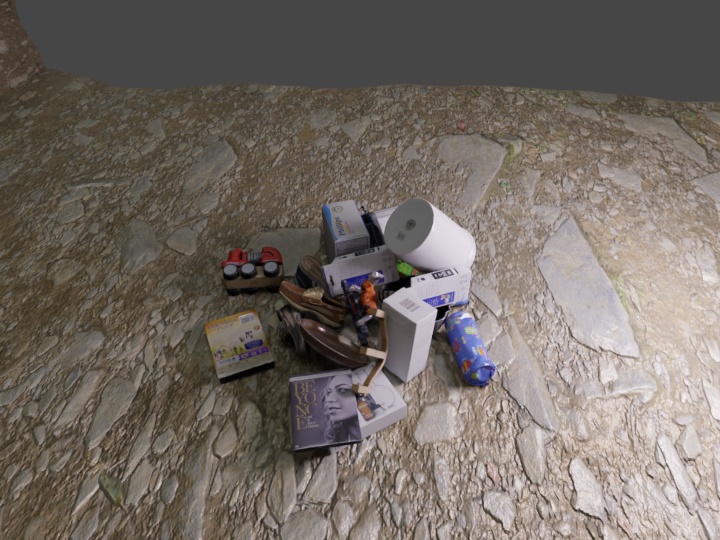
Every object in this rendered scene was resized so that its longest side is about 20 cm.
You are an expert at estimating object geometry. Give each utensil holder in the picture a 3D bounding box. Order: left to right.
[{"bbox_3d":[0.183,-0.077,1.436,0.169,0.200,0.171,-21,55,33],"label":"utensil holder"}]

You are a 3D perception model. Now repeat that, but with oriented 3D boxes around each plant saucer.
[{"bbox_3d":[-0.069,0.185,1.347,0.200,0.200,0.032,32,94,32],"label":"plant saucer"}]

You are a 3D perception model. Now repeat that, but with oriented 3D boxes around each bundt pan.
[{"bbox_3d":[0.146,0.105,1.481,0.201,0.076,0.202,0,41,0],"label":"bundt pan"}]

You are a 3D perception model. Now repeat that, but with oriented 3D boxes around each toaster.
[{"bbox_3d":[0.079,-0.111,1.621,0.129,0.201,0.113,-19,3,-28],"label":"toaster"}]

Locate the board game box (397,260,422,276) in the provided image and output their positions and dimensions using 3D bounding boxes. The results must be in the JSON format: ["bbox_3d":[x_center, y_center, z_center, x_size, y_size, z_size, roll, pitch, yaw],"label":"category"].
[{"bbox_3d":[0.132,-0.022,1.667,0.199,0.030,0.095,27,48,32],"label":"board game box"}]

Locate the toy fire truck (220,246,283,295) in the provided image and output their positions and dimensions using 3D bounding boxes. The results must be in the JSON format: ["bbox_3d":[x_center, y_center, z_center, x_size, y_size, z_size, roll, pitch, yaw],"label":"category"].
[{"bbox_3d":[-0.319,-0.026,1.624,0.175,0.129,0.201,-4,51,-5],"label":"toy fire truck"}]

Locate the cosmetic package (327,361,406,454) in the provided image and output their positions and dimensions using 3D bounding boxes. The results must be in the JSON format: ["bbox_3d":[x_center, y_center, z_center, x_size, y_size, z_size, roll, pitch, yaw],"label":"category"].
[{"bbox_3d":[-0.015,0.313,1.263,0.199,0.052,0.151,-21,42,-21],"label":"cosmetic package"}]

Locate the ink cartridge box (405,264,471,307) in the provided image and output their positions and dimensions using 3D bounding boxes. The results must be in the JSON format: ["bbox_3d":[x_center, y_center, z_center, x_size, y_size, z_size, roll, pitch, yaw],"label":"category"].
[{"bbox_3d":[0.187,0.052,1.409,0.199,0.100,0.039,-14,42,-16],"label":"ink cartridge box"}]

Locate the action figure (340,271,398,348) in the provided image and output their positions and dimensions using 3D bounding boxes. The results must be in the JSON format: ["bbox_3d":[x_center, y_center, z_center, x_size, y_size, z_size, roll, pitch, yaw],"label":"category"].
[{"bbox_3d":[0.028,0.104,1.412,0.104,0.193,0.201,-16,85,-21],"label":"action figure"}]

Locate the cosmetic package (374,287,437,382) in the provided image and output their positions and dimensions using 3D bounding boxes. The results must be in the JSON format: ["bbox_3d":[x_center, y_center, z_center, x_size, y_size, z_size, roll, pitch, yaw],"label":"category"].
[{"bbox_3d":[0.107,0.160,1.322,0.081,0.201,0.113,-29,50,-36],"label":"cosmetic package"}]

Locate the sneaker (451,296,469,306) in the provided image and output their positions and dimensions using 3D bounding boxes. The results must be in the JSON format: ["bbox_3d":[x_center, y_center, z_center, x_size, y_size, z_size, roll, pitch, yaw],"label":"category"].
[{"bbox_3d":[0.267,0.022,1.581,0.089,0.079,0.201,11,51,-24],"label":"sneaker"}]

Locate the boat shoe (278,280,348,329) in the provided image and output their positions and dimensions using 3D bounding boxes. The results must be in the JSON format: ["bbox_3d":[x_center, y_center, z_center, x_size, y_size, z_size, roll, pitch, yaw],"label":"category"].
[{"bbox_3d":[-0.122,0.079,1.462,0.199,0.074,0.076,30,17,-5],"label":"boat shoe"}]

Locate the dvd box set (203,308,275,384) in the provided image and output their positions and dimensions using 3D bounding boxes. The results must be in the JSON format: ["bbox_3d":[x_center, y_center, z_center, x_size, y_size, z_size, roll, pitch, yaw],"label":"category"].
[{"bbox_3d":[-0.318,0.194,1.418,0.146,0.030,0.200,-16,44,-17],"label":"dvd box set"}]

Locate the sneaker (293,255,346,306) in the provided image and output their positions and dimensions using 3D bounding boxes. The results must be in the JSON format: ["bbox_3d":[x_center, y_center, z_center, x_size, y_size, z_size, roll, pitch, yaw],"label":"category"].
[{"bbox_3d":[-0.112,0.056,1.559,0.200,0.109,0.070,48,51,5],"label":"sneaker"}]

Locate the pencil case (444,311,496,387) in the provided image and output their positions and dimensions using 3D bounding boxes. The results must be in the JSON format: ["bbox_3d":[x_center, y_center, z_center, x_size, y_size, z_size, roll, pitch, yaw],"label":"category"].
[{"bbox_3d":[0.278,0.194,1.374,0.086,0.078,0.200,-1,40,-12],"label":"pencil case"}]

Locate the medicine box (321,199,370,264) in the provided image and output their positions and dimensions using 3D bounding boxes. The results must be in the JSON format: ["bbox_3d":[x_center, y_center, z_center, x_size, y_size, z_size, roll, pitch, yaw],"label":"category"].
[{"bbox_3d":[-0.041,-0.070,1.591,0.102,0.201,0.183,-11,42,-10],"label":"medicine box"}]

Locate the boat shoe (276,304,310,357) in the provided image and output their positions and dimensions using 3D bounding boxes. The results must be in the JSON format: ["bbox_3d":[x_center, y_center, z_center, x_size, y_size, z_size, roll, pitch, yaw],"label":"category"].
[{"bbox_3d":[-0.181,0.163,1.432,0.073,0.075,0.200,-19,34,-6],"label":"boat shoe"}]

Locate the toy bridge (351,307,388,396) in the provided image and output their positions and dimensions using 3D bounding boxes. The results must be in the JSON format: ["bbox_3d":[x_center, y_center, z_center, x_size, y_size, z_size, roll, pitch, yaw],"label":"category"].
[{"bbox_3d":[0.031,0.192,1.263,0.067,0.201,0.027,20,-10,-39],"label":"toy bridge"}]

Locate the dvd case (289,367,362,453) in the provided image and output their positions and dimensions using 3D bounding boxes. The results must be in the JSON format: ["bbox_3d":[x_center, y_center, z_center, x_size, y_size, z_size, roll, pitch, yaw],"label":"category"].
[{"bbox_3d":[-0.082,0.307,1.221,0.148,0.016,0.200,-7,40,-5],"label":"dvd case"}]

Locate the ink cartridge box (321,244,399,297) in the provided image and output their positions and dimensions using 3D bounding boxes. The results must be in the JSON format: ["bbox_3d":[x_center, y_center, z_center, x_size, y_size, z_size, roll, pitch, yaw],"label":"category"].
[{"bbox_3d":[0.000,0.000,1.483,0.199,0.100,0.039,-14,26,-1],"label":"ink cartridge box"}]
